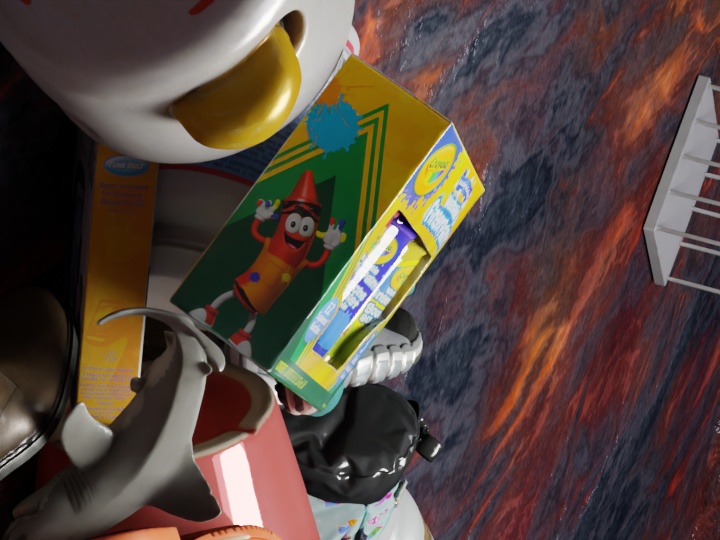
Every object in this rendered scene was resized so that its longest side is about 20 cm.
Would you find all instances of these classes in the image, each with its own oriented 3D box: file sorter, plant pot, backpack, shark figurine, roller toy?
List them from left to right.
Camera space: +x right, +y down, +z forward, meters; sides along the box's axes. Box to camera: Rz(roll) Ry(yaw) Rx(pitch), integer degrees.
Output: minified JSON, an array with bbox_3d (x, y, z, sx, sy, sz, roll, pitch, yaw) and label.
[{"bbox_3d":[-0.104,-0.157,1.484,0.140,0.182,0.200,52,46,-68],"label":"roller toy"},{"bbox_3d":[-0.104,0.092,1.538,0.128,0.090,0.214,-22,153,-49],"label":"shark figurine"},{"bbox_3d":[-0.114,0.161,1.724,0.200,0.200,0.177,-45,135,-57],"label":"plant pot"},{"bbox_3d":[-0.054,0.150,1.951,0.127,0.167,0.200,-49,165,-39],"label":"backpack"},{"bbox_3d":[0.408,-0.087,3.154,0.139,0.125,0.200,69,39,-62],"label":"file sorter"}]

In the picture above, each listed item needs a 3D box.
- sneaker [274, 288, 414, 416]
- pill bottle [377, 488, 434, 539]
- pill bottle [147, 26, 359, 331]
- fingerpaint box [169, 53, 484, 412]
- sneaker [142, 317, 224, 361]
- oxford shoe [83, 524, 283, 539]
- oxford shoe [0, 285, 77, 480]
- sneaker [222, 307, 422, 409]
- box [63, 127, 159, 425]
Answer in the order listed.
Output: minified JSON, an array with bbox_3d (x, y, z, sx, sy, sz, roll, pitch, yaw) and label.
[{"bbox_3d":[0.000,0.000,1.746,0.080,0.078,0.200,28,65,-27],"label":"sneaker"},{"bbox_3d":[-0.004,0.213,2.180,0.200,0.114,0.114,66,42,-62],"label":"pill bottle"},{"bbox_3d":[-0.076,-0.069,1.733,0.109,0.109,0.200,64,39,-63],"label":"pill bottle"},{"bbox_3d":[-0.012,-0.015,1.588,0.167,0.073,0.200,-54,169,-4],"label":"fingerpaint box"},{"bbox_3d":[-0.099,0.059,1.849,0.112,0.071,0.200,-37,136,-57],"label":"sneaker"},{"bbox_3d":[-0.097,0.180,1.558,0.200,0.071,0.073,6,69,-61],"label":"oxford shoe"},{"bbox_3d":[-0.212,0.069,1.527,0.200,0.073,0.084,-61,151,-42],"label":"oxford shoe"},{"bbox_3d":[-0.021,0.016,1.831,0.200,0.075,0.116,-19,111,-57],"label":"sneaker"},{"bbox_3d":[-0.143,-0.026,1.621,0.119,0.041,0.200,-113,-154,-66],"label":"box"}]
